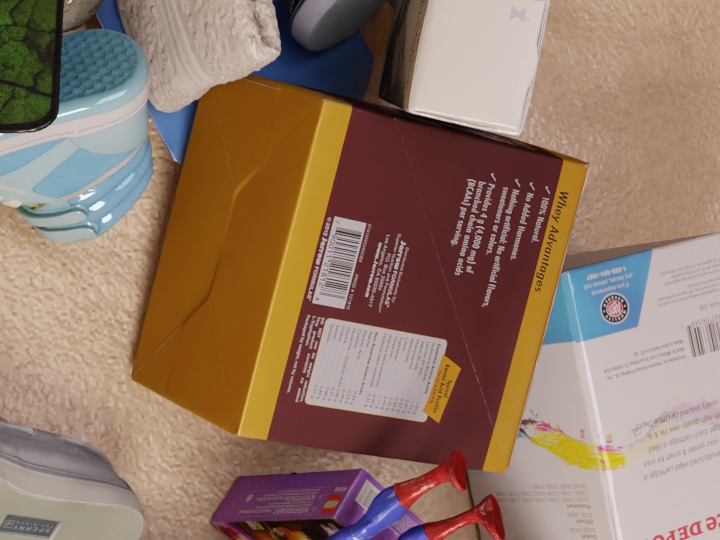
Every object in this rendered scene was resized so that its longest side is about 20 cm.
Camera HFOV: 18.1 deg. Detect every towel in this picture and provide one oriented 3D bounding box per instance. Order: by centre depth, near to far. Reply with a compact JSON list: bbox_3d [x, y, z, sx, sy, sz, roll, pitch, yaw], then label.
[{"bbox_3d":[-0.108,-0.200,1.299,0.034,0.132,0.201,-14,89,-33],"label":"towel"}]

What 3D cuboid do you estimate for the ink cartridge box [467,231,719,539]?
[{"bbox_3d":[0.161,0.091,1.478,0.146,0.146,0.201,-12,92,-35],"label":"ink cartridge box"}]

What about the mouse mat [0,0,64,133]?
[{"bbox_3d":[-0.238,-0.148,1.217,0.160,0.008,0.200,-2,52,-1],"label":"mouse mat"}]

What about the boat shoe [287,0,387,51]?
[{"bbox_3d":[-0.001,-0.227,1.411,0.091,0.071,0.200,36,68,12],"label":"boat shoe"}]

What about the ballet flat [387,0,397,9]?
[{"bbox_3d":[0.033,-0.186,1.468,0.067,0.062,0.200,-39,84,-21],"label":"ballet flat"}]

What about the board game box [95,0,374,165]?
[{"bbox_3d":[-0.089,-0.152,1.401,0.158,0.039,0.200,-32,98,-28],"label":"board game box"}]

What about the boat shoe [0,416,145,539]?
[{"bbox_3d":[-0.213,0.115,1.266,0.200,0.072,0.070,20,116,-41],"label":"boat shoe"}]

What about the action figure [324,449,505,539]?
[{"bbox_3d":[-0.019,0.183,1.250,0.065,0.200,0.099,53,19,-25],"label":"action figure"}]

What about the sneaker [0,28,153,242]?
[{"bbox_3d":[-0.208,-0.055,1.287,0.199,0.131,0.080,-13,52,-3],"label":"sneaker"}]

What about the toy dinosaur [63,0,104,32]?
[{"bbox_3d":[-0.180,-0.159,1.284,0.102,0.199,0.077,-60,146,-48],"label":"toy dinosaur"}]

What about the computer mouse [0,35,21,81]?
[{"bbox_3d":[-0.282,-0.067,1.201,0.053,0.199,0.139,83,15,-51],"label":"computer mouse"}]

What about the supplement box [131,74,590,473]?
[{"bbox_3d":[0.000,0.000,1.353,0.200,0.133,0.198,11,96,-36],"label":"supplement box"}]

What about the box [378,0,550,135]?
[{"bbox_3d":[0.057,-0.128,1.328,0.068,0.200,0.082,11,94,-5],"label":"box"}]

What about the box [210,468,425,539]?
[{"bbox_3d":[0.020,0.196,1.378,0.200,0.137,0.039,43,62,-23],"label":"box"}]
